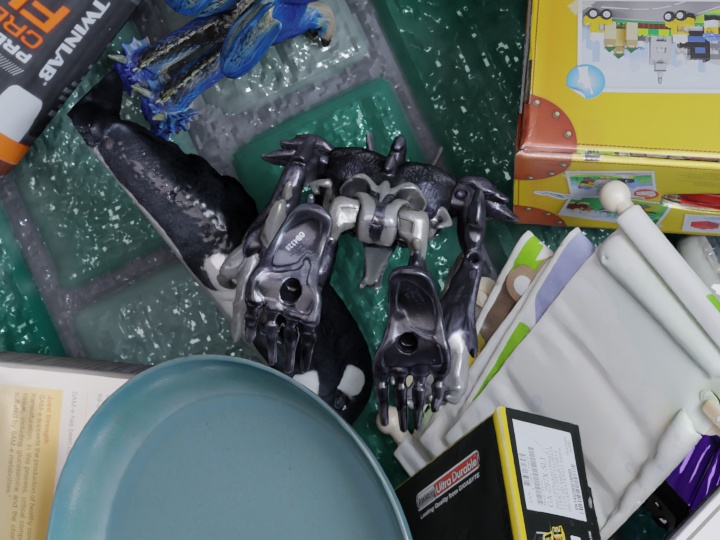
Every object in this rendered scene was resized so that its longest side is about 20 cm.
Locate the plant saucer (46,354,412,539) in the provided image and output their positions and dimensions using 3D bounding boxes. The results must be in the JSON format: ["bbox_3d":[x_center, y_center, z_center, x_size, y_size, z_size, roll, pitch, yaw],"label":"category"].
[{"bbox_3d":[-0.052,0.134,0.757,0.200,0.027,0.200,2,93,36],"label":"plant saucer"}]

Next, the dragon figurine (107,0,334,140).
[{"bbox_3d":[-0.048,-0.126,0.822,0.099,0.200,0.059,-34,86,-34],"label":"dragon figurine"}]

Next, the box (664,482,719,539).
[{"bbox_3d":[0.174,0.144,0.751,0.117,0.060,0.200,42,91,9],"label":"box"}]

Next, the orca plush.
[{"bbox_3d":[-0.047,-0.017,0.835,0.071,0.105,0.200,-40,96,-6],"label":"orca plush"}]

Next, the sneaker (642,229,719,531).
[{"bbox_3d":[0.146,0.089,0.830,0.099,0.070,0.200,-19,80,10],"label":"sneaker"}]

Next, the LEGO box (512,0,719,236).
[{"bbox_3d":[0.172,-0.095,0.803,0.200,0.077,0.149,4,68,6],"label":"LEGO box"}]

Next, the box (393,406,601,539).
[{"bbox_3d":[0.028,0.173,0.750,0.049,0.200,0.160,12,53,-31],"label":"box"}]

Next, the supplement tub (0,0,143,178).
[{"bbox_3d":[-0.177,-0.116,0.852,0.107,0.107,0.200,38,93,6],"label":"supplement tub"}]

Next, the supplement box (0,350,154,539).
[{"bbox_3d":[-0.148,0.104,0.855,0.200,0.074,0.126,6,91,7],"label":"supplement box"}]

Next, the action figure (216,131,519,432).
[{"bbox_3d":[0.000,0.000,0.757,0.119,0.200,0.102,19,108,1],"label":"action figure"}]

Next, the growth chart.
[{"bbox_3d":[0.086,0.056,0.791,0.200,0.018,0.145,-50,60,37],"label":"growth chart"}]
